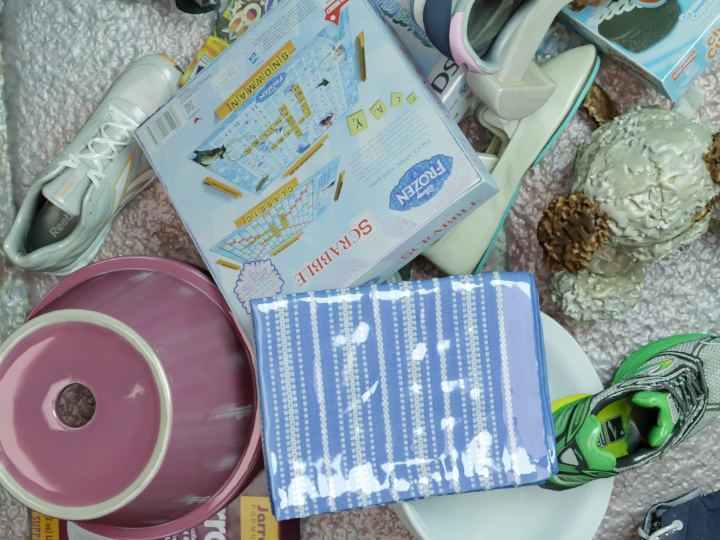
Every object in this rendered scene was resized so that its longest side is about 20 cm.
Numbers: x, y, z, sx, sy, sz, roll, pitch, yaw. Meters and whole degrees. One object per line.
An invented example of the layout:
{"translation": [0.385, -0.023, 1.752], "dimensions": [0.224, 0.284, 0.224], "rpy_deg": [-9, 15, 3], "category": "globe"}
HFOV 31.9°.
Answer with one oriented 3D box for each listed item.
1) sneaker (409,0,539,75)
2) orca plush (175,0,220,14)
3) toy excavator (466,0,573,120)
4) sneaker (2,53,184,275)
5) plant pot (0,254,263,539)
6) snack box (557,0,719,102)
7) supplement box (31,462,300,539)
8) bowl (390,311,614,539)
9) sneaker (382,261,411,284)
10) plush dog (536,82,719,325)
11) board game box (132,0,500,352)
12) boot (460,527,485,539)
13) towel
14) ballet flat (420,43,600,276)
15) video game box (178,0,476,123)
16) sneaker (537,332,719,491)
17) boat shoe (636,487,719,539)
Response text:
{"translation": [0.108, -0.210, 0.768], "dimensions": [0.201, 0.069, 0.082], "rpy_deg": [-60, 44, 30], "category": "sneaker"}
{"translation": [-0.114, -0.248, 0.918], "dimensions": [0.197, 0.071, 0.107], "rpy_deg": [7, 83, 27], "category": "orca plush"}
{"translation": [0.158, -0.212, 0.826], "dimensions": [0.198, 0.196, 0.100], "rpy_deg": [-27, 55, -19], "category": "toy excavator"}
{"translation": [-0.200, -0.076, 0.961], "dimensions": [0.075, 0.092, 0.201], "rpy_deg": [34, 98, 2], "category": "sneaker"}
{"translation": [-0.164, 0.090, 0.850], "dimensions": [0.197, 0.179, 0.203], "rpy_deg": [0, 89, 7], "category": "plant pot"}
{"translation": [0.241, -0.229, 0.883], "dimensions": [0.200, 0.037, 0.116], "rpy_deg": [-49, 55, 4], "category": "snack box"}
{"translation": [-0.150, 0.190, 0.983], "dimensions": [0.197, 0.086, 0.112], "rpy_deg": [0, 95, 7], "category": "supplement box"}
{"translation": [0.084, 0.127, 0.926], "dimensions": [0.199, 0.090, 0.204], "rpy_deg": [7, 75, -29], "category": "bowl"}
{"translation": [0.000, 0.000, 0.951], "dimensions": [0.076, 0.076, 0.203], "rpy_deg": [7, 95, 2], "category": "sneaker"}
{"translation": [0.200, -0.061, 0.871], "dimensions": [0.198, 0.172, 0.162], "rpy_deg": [-26, 91, 10], "category": "plush dog"}
{"translation": [-0.036, -0.077, 0.873], "dimensions": [0.199, 0.041, 0.201], "rpy_deg": [-37, 70, 16], "category": "board game box"}
{"translation": [0.113, 0.307, 0.968], "dimensions": [0.199, 0.073, 0.156], "rpy_deg": [36, 100, 1], "category": "boot"}
{"translation": [0.031, 0.080, 0.827], "dimensions": [0.197, 0.024, 0.147], "rpy_deg": [-6, 90, -13], "category": "towel"}
{"translation": [0.100, -0.086, 0.923], "dimensions": [0.069, 0.069, 0.202], "rpy_deg": [30, 105, 3], "category": "ballet flat"}
{"translation": [-0.011, -0.155, 0.920], "dimensions": [0.199, 0.047, 0.183], "rpy_deg": [38, 96, 23], "category": "video game box"}
{"translation": [0.212, 0.102, 0.900], "dimensions": [0.198, 0.085, 0.079], "rpy_deg": [-25, 93, -29], "category": "sneaker"}
{"translation": [0.212, 0.223, 0.910], "dimensions": [0.074, 0.198, 0.094], "rpy_deg": [-20, 86, 50], "category": "boat shoe"}
